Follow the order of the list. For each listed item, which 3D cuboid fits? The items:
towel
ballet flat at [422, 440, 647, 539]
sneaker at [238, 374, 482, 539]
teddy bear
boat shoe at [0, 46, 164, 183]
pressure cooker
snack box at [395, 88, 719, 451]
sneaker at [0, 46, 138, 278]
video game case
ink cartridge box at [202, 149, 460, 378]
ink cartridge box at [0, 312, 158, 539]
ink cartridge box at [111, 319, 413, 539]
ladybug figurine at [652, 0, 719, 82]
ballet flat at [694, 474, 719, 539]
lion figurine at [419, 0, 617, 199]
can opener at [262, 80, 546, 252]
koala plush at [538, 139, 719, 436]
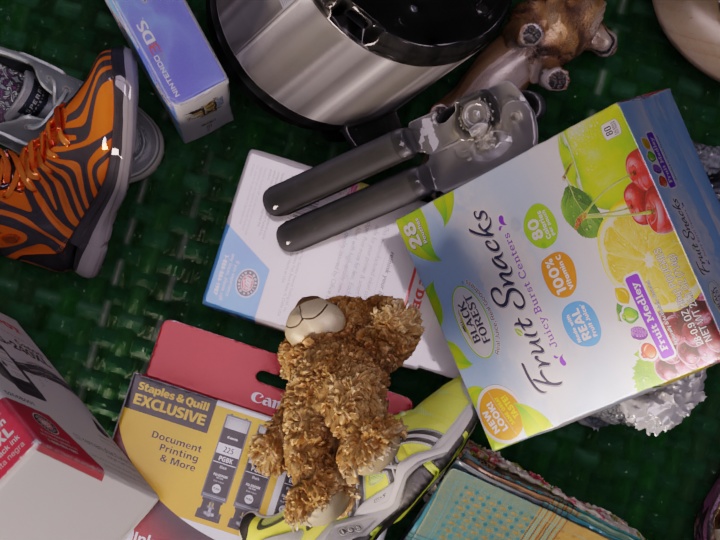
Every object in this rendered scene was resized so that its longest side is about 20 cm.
[{"bbox_3d":[0.125,0.212,1.379,0.200,0.022,0.147,25,130,-6],"label":"towel"},{"bbox_3d":[0.125,0.183,1.407,0.200,0.064,0.076,26,85,-1],"label":"ballet flat"},{"bbox_3d":[0.004,0.133,1.318,0.200,0.075,0.076,-43,78,-13],"label":"sneaker"},{"bbox_3d":[-0.018,0.078,1.275,0.067,0.145,0.200,29,45,-19],"label":"teddy bear"},{"bbox_3d":[-0.235,-0.115,1.404,0.200,0.072,0.070,21,86,-1],"label":"boat shoe"},{"bbox_3d":[-0.011,-0.193,1.365,0.178,0.200,0.176,28,61,-19],"label":"pressure cooker"},{"bbox_3d":[0.138,0.003,1.262,0.068,0.200,0.169,-18,83,-47],"label":"snack box"},{"bbox_3d":[-0.215,-0.073,1.346,0.112,0.200,0.078,9,42,-14],"label":"sneaker"},{"bbox_3d":[-0.153,-0.192,1.359,0.045,0.181,0.200,-28,88,-3],"label":"video game case"},{"bbox_3d":[0.000,0.000,1.410,0.199,0.068,0.115,17,86,-1],"label":"ink cartridge box"},{"bbox_3d":[-0.247,0.097,1.311,0.083,0.145,0.200,-47,56,4],"label":"ink cartridge box"},{"bbox_3d":[-0.076,0.142,1.390,0.199,0.084,0.176,17,84,-2],"label":"ink cartridge box"},{"bbox_3d":[0.299,-0.187,1.435,0.199,0.072,0.136,15,85,-2],"label":"ladybug figurine"},{"bbox_3d":[0.301,0.124,1.415,0.069,0.071,0.200,30,85,1],"label":"ballet flat"},{"bbox_3d":[0.094,-0.129,1.414,0.200,0.123,0.073,-36,102,9],"label":"lion figurine"},{"bbox_3d":[0.033,-0.069,1.343,0.200,0.067,0.053,-23,87,22],"label":"can opener"},{"bbox_3d":[0.194,0.016,1.372,0.183,0.177,0.201,11,82,-16],"label":"koala plush"}]
